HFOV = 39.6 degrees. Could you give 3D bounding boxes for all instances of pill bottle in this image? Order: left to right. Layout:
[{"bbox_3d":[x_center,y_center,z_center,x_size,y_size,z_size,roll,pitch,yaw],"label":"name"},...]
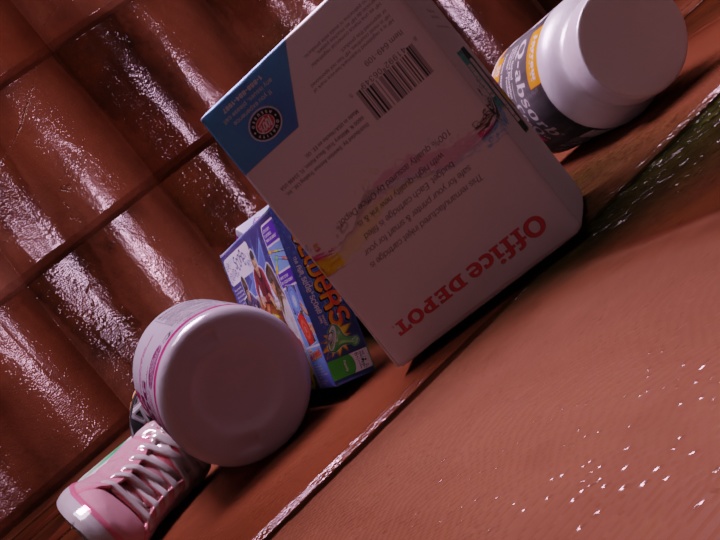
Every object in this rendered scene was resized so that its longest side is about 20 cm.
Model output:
[{"bbox_3d":[-0.119,0.081,0.788,0.113,0.114,0.200,-41,12,-15],"label":"pill bottle"},{"bbox_3d":[0.192,-0.173,0.865,0.116,0.117,0.200,-40,3,-10],"label":"pill bottle"}]

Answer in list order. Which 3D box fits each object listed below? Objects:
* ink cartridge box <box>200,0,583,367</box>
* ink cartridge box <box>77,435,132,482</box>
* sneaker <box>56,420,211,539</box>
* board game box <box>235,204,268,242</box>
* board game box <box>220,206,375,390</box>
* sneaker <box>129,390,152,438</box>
[{"bbox_3d":[0.030,-0.073,0.659,0.146,0.201,0.146,-38,3,18],"label":"ink cartridge box"},{"bbox_3d":[-0.325,0.258,1.468,0.161,0.050,0.200,-40,6,6],"label":"ink cartridge box"},{"bbox_3d":[-0.176,0.170,0.805,0.105,0.075,0.200,-46,1,-9],"label":"sneaker"},{"bbox_3d":[-0.045,-0.007,1.020,0.199,0.041,0.201,-43,-31,-38],"label":"board game box"},{"bbox_3d":[-0.057,0.028,0.795,0.034,0.137,0.200,-21,-1,-20],"label":"board game box"},{"bbox_3d":[-0.217,0.140,1.152,0.077,0.077,0.202,-137,61,-70],"label":"sneaker"}]
